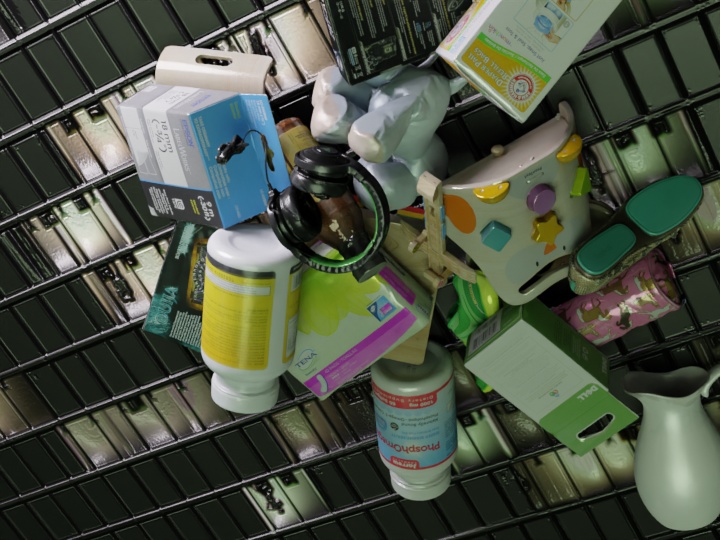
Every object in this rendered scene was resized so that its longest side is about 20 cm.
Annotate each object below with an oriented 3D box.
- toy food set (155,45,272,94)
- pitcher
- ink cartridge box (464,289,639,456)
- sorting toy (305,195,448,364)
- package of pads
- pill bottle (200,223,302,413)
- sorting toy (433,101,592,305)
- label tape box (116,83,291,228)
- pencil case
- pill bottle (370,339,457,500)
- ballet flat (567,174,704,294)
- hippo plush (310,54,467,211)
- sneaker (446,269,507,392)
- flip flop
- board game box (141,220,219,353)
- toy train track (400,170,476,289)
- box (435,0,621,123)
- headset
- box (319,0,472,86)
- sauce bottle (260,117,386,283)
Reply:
[{"bbox_3d":[-0.163,-0.166,1.644,0.141,0.061,0.203,10,124,19],"label":"toy food set"},{"bbox_3d":[0.427,0.216,1.742,0.169,0.121,0.203,-12,110,1],"label":"pitcher"},{"bbox_3d":[0.230,0.125,1.643,0.199,0.060,0.104,38,124,-16],"label":"ink cartridge box"},{"bbox_3d":[0.000,0.000,1.704,0.197,0.070,0.201,12,124,3],"label":"sorting toy"},{"bbox_3d":[-0.033,0.049,1.659,0.154,0.069,0.199,42,120,-17],"label":"package of pads"},{"bbox_3d":[-0.127,0.057,1.580,0.110,0.112,0.203,9,114,5],"label":"pill bottle"},{"bbox_3d":[0.195,-0.058,1.552,0.198,0.107,0.182,-30,122,-12],"label":"sorting toy"},{"bbox_3d":[-0.176,-0.129,1.558,0.198,0.063,0.146,11,126,42],"label":"label tape box"},{"bbox_3d":[0.294,0.053,1.670,0.199,0.084,0.086,-33,129,28],"label":"pencil case"},{"bbox_3d":[0.073,0.198,1.794,0.107,0.109,0.203,0,123,11],"label":"pill bottle"},{"bbox_3d":[0.312,-0.039,1.587,0.068,0.199,0.076,47,160,18],"label":"ballet flat"},{"bbox_3d":[0.038,-0.162,1.573,0.199,0.159,0.162,-33,142,-17],"label":"hippo plush"},{"bbox_3d":[0.154,0.068,1.720,0.083,0.074,0.202,20,139,27],"label":"sneaker"},{"bbox_3d":[0.218,-0.026,1.650,0.197,0.058,0.082,-14,119,20],"label":"flip flop"},{"bbox_3d":[-0.197,0.020,1.781,0.134,0.028,0.202,22,125,-3],"label":"board game box"},{"bbox_3d":[0.077,-0.036,1.546,0.114,0.033,0.201,36,156,25],"label":"toy train track"},{"bbox_3d":[0.183,-0.268,1.425,0.101,0.113,0.201,37,96,-14],"label":"box"},{"bbox_3d":[-0.063,-0.079,1.476,0.199,0.094,0.124,38,114,5],"label":"headset"},{"bbox_3d":[0.029,-0.320,1.465,0.158,0.044,0.202,-22,119,-6],"label":"box"},{"bbox_3d":[-0.042,-0.078,1.555,0.066,0.066,0.201,-38,78,30],"label":"sauce bottle"}]
